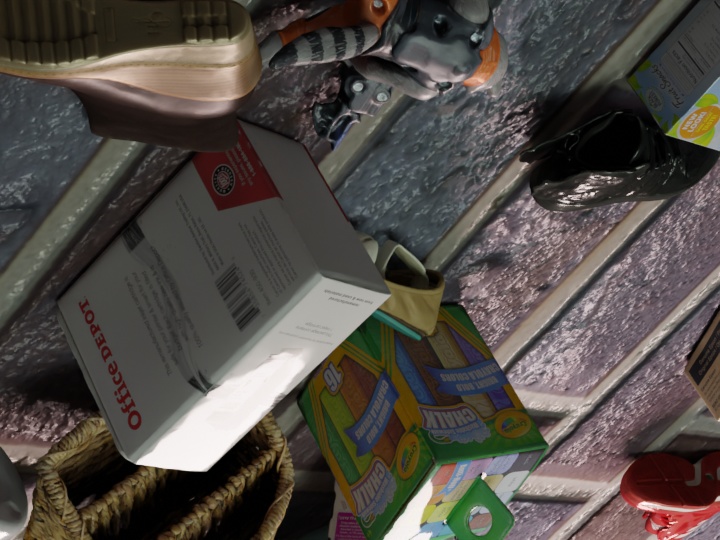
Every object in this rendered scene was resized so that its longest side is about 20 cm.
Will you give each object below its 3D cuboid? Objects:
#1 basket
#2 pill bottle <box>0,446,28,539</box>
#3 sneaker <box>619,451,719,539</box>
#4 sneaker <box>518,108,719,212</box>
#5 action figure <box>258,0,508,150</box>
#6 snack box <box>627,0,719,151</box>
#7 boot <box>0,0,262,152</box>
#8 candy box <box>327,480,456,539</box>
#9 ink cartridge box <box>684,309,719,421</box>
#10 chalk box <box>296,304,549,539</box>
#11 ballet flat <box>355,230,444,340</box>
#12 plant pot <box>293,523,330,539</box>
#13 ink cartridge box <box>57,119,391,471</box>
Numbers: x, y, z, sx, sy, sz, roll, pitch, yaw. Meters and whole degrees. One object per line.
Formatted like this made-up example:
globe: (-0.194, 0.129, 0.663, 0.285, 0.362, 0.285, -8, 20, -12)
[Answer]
basket: (-0.140, 0.175, 1.401, 0.200, 0.143, 0.149, -34, 157, -38)
pill bottle: (-0.350, 0.197, 1.340, 0.200, 0.115, 0.114, -36, 148, 11)
sneaker: (0.334, 0.261, 2.017, 0.199, 0.079, 0.116, 4, 133, -41)
sneaker: (0.205, -0.088, 1.419, 0.199, 0.060, 0.104, -15, 167, -18)
action figure: (0.008, -0.136, 1.183, 0.193, 0.105, 0.200, 5, 131, -29)
snack box: (0.329, -0.179, 1.410, 0.168, 0.068, 0.200, 10, 129, -45)
boot: (-0.161, -0.114, 1.101, 0.199, 0.073, 0.166, 4, 160, -8)
candy box: (0.028, 0.262, 1.662, 0.061, 0.201, 0.136, -3, 163, 32)
ink cartridge box: (0.440, 0.056, 1.818, 0.199, 0.075, 0.165, -10, 141, -28)
chalk box: (0.057, 0.144, 1.512, 0.123, 0.200, 0.125, -3, 139, -36)
ballet flat: (0.000, 0.000, 1.415, 0.200, 0.068, 0.063, 25, 91, -56)
plant pot: (-0.036, 0.331, 1.739, 0.134, 0.201, 0.200, -4, 163, 33)
ink cartridge box: (-0.098, 0.020, 1.268, 0.200, 0.147, 0.083, -44, 148, 22)
